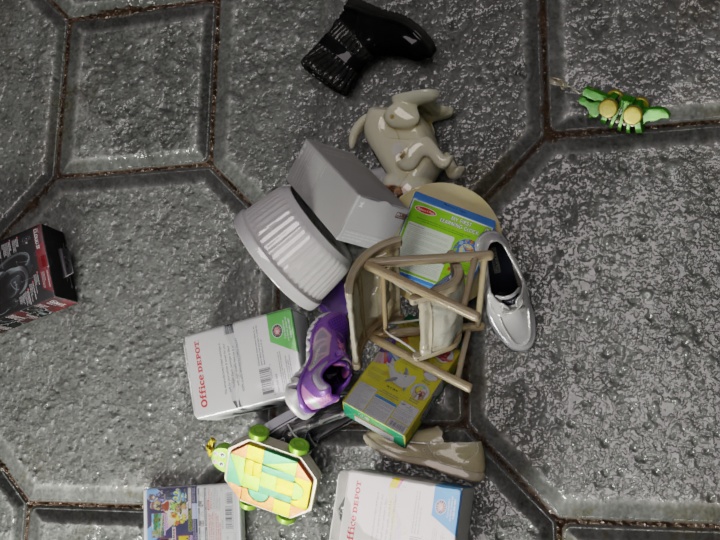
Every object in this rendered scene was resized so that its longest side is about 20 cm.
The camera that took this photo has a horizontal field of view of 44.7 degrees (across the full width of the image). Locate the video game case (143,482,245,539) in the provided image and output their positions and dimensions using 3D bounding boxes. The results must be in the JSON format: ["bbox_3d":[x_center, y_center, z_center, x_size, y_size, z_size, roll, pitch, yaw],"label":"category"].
[{"bbox_3d":[-0.278,0.463,1.471,0.181,0.023,0.201,-7,78,15],"label":"video game case"}]

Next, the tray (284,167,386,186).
[{"bbox_3d":[-0.040,-0.117,1.520,0.199,0.022,0.108,-9,75,14],"label":"tray"}]

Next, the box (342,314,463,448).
[{"bbox_3d":[0.072,0.167,1.383,0.117,0.048,0.200,26,60,21],"label":"box"}]

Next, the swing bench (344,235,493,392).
[{"bbox_3d":[0.085,0.061,1.310,0.199,0.199,0.130,10,53,11],"label":"swing bench"}]

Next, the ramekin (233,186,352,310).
[{"bbox_3d":[-0.103,-0.045,1.428,0.105,0.200,0.200,-40,71,7],"label":"ramekin"}]

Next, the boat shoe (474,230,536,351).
[{"bbox_3d":[0.223,0.038,1.350,0.073,0.065,0.201,-23,102,5],"label":"boat shoe"}]

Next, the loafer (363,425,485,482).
[{"bbox_3d":[0.104,0.274,1.374,0.199,0.076,0.069,15,82,9],"label":"loafer"}]

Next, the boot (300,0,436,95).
[{"bbox_3d":[0.013,-0.372,1.525,0.211,0.079,0.158,30,82,30],"label":"boot"}]

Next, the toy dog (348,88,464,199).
[{"bbox_3d":[0.073,-0.178,1.439,0.193,0.140,0.201,-5,81,10],"label":"toy dog"}]

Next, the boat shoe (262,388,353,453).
[{"bbox_3d":[-0.096,0.268,1.431,0.199,0.074,0.068,-28,58,0],"label":"boat shoe"}]

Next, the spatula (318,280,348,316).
[{"bbox_3d":[0.000,0.000,1.468,0.057,0.021,0.200,44,112,20],"label":"spatula"}]

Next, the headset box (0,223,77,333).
[{"bbox_3d":[-0.629,0.014,1.638,0.199,0.077,0.149,-21,74,11],"label":"headset box"}]

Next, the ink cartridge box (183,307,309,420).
[{"bbox_3d":[-0.183,0.160,1.472,0.199,0.084,0.147,-14,75,13],"label":"ink cartridge box"}]

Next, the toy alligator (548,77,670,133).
[{"bbox_3d":[0.393,-0.260,1.408,0.199,0.059,0.054,20,125,19],"label":"toy alligator"}]

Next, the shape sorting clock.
[{"bbox_3d":[0.126,-0.040,1.389,0.199,0.039,0.201,1,103,3],"label":"shape sorting clock"}]

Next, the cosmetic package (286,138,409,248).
[{"bbox_3d":[-0.023,-0.120,1.379,0.090,0.107,0.200,-59,40,21],"label":"cosmetic package"}]

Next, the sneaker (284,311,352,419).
[{"bbox_3d":[-0.046,0.145,1.397,0.088,0.081,0.201,-21,34,36],"label":"sneaker"}]

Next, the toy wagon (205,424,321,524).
[{"bbox_3d":[-0.163,0.323,1.408,0.199,0.040,0.156,16,116,11],"label":"toy wagon"}]

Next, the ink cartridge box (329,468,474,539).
[{"bbox_3d":[0.060,0.376,1.334,0.199,0.125,0.129,7,80,18],"label":"ink cartridge box"}]
